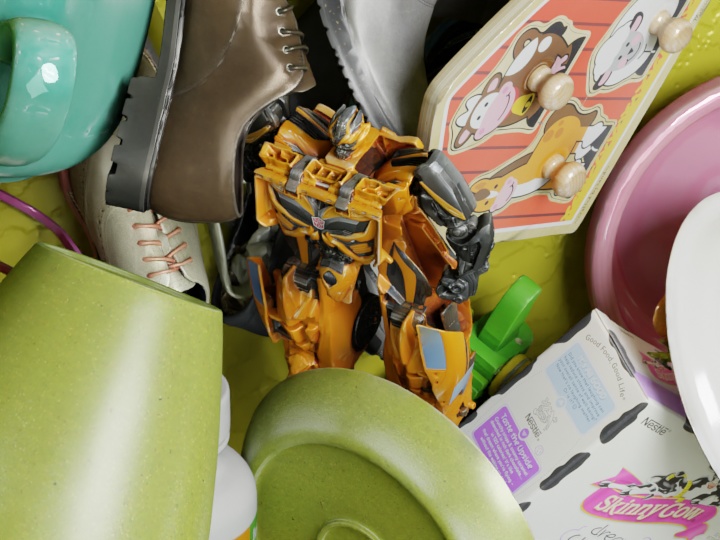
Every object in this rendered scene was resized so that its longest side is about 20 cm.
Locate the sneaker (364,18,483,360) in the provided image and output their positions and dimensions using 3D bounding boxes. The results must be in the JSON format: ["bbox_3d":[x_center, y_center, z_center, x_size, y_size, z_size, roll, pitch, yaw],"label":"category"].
[{"bbox_3d":[0.040,-0.041,1.539,0.071,0.083,0.200,15,108,-26],"label":"sneaker"}]

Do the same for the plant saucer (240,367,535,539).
[{"bbox_3d":[0.007,0.145,1.482,0.031,0.200,0.200,-34,128,-40],"label":"plant saucer"}]

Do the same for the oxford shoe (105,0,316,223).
[{"bbox_3d":[-0.056,-0.118,1.372,0.084,0.073,0.200,15,97,3],"label":"oxford shoe"}]

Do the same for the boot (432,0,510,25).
[{"bbox_3d":[0.035,-0.170,1.490,0.200,0.075,0.074,21,110,-11],"label":"boot"}]

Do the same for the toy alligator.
[{"bbox_3d":[0.045,0.082,1.623,0.200,0.059,0.054,-55,164,18],"label":"toy alligator"}]

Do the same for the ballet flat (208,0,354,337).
[{"bbox_3d":[-0.044,-0.055,1.511,0.073,0.073,0.200,0,116,-21],"label":"ballet flat"}]

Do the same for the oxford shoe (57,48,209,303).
[{"bbox_3d":[-0.106,-0.022,1.493,0.071,0.074,0.200,-22,122,-23],"label":"oxford shoe"}]

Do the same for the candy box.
[{"bbox_3d":[0.115,0.132,1.602,0.200,0.072,0.168,-42,139,17],"label":"candy box"}]

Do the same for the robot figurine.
[{"bbox_3d":[0.000,0.000,1.441,0.058,0.145,0.200,-53,150,-33],"label":"robot figurine"}]

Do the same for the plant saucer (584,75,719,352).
[{"bbox_3d":[0.214,-0.025,1.633,0.200,0.051,0.201,-8,117,-16],"label":"plant saucer"}]

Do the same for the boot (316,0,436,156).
[{"bbox_3d":[0.038,-0.151,1.423,0.132,0.070,0.200,-23,106,1],"label":"boot"}]

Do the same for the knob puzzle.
[{"bbox_3d":[0.099,-0.083,1.451,0.220,0.030,0.220,-35,151,-24],"label":"knob puzzle"}]

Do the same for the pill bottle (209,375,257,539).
[{"bbox_3d":[-0.108,0.148,1.486,0.111,0.111,0.200,-7,115,-18],"label":"pill bottle"}]

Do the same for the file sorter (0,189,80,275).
[{"bbox_3d":[-0.232,0.053,1.448,0.125,0.139,0.200,29,101,-31],"label":"file sorter"}]

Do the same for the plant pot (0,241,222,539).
[{"bbox_3d":[-0.142,0.095,1.343,0.187,0.187,0.200,21,90,-28],"label":"plant pot"}]

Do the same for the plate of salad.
[{"bbox_3d":[0.218,0.055,1.561,0.048,0.200,0.200,-22,131,38],"label":"plate of salad"}]

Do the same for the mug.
[{"bbox_3d":[-0.184,-0.105,1.367,0.152,0.185,0.114,20,113,8],"label":"mug"}]
